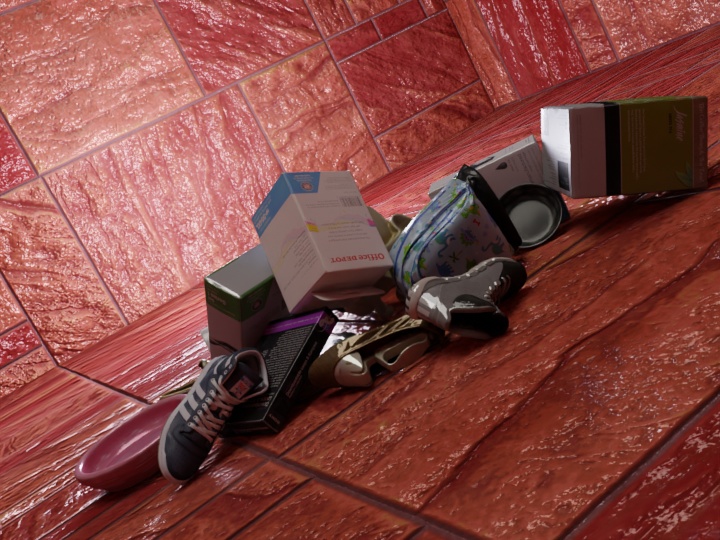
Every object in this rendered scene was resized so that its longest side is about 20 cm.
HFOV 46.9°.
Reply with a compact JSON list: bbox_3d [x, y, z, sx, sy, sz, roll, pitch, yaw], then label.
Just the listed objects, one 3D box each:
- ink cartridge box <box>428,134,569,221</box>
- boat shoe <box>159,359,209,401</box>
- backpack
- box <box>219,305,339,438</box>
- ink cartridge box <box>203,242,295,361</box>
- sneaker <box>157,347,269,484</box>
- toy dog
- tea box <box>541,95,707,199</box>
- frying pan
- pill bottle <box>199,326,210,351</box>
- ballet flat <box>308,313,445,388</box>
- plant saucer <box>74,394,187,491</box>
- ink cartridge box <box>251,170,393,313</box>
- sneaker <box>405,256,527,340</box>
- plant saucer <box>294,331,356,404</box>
[{"bbox_3d":[0.237,-0.120,1.428,0.200,0.145,0.084,-25,11,16],"label":"ink cartridge box"},{"bbox_3d":[-0.243,0.180,1.389,0.200,0.076,0.072,-34,12,-32],"label":"boat shoe"},{"bbox_3d":[0.136,-0.030,1.245,0.200,0.163,0.154,-34,26,3],"label":"backpack"},{"bbox_3d":[-0.124,0.146,1.188,0.143,0.036,0.200,-16,35,47],"label":"box"},{"bbox_3d":[-0.168,0.077,1.332,0.084,0.200,0.146,25,40,28],"label":"ink cartridge box"},{"bbox_3d":[-0.192,0.185,1.105,0.108,0.070,0.200,-24,32,43],"label":"sneaker"},{"bbox_3d":[0.000,0.000,1.390,0.140,0.194,0.200,-55,-7,-41],"label":"toy dog"},{"bbox_3d":[0.390,-0.189,1.251,0.196,0.134,0.200,-4,12,1],"label":"tea box"},{"bbox_3d":[0.235,-0.078,1.357,0.190,0.115,0.031,-15,-28,19],"label":"frying pan"},{"bbox_3d":[-0.195,0.100,1.563,0.200,0.111,0.111,-29,10,-9],"label":"pill bottle"},{"bbox_3d":[0.025,0.114,1.098,0.200,0.068,0.072,-24,29,1],"label":"ballet flat"},{"bbox_3d":[-0.329,0.264,1.249,0.200,0.051,0.201,-27,13,7],"label":"plant saucer"},{"bbox_3d":[-0.056,-0.033,1.250,0.128,0.200,0.125,-6,-27,-38],"label":"ink cartridge box"},{"bbox_3d":[0.165,0.046,1.069,0.200,0.075,0.115,-15,31,-32],"label":"sneaker"},{"bbox_3d":[-0.077,0.147,1.259,0.200,0.030,0.200,-26,10,5],"label":"plant saucer"}]
